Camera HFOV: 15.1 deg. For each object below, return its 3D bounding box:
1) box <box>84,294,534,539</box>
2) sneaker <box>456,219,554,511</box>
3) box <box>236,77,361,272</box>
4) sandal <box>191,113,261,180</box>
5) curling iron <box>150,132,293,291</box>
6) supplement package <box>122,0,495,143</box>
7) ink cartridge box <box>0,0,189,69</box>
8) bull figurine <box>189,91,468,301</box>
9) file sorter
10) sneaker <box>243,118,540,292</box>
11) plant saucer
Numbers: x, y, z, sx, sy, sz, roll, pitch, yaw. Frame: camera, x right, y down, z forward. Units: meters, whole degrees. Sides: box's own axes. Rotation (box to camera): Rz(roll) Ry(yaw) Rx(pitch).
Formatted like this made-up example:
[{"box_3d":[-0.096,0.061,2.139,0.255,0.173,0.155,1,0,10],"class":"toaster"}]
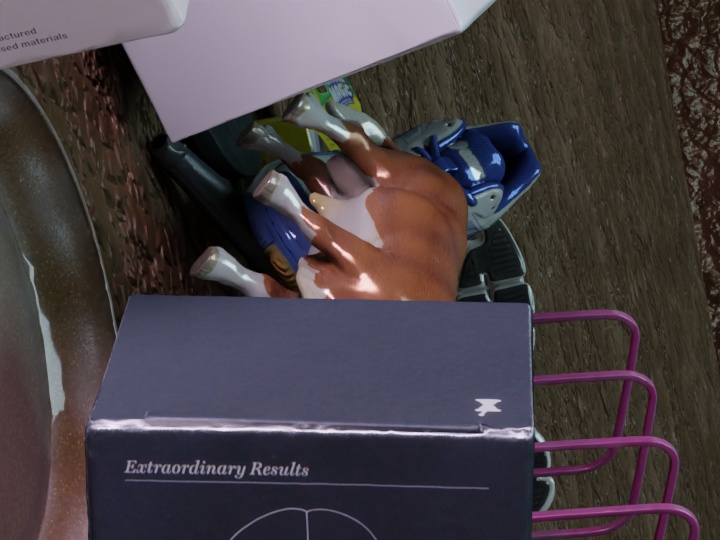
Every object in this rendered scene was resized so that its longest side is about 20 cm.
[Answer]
[{"box_3d":[-0.015,0.119,0.962,0.107,0.148,0.200,-83,174,-66],"class":"box"},{"box_3d":[0.064,0.056,1.628,0.083,0.081,0.200,-112,-167,-74],"class":"sneaker"},{"box_3d":[-0.019,-0.008,1.366,0.117,0.048,0.200,-21,102,-75],"class":"box"},{"box_3d":[-0.073,-0.128,1.238,0.075,0.048,0.201,-78,152,-58],"class":"sandal"},{"box_3d":[-0.030,0.002,1.255,0.200,0.026,0.050,49,-3,-32],"class":"curling iron"},{"box_3d":[-0.014,-0.176,1.171,0.152,0.151,0.200,64,31,-12],"class":"supplement package"},{"box_3d":[-0.139,-0.178,0.859,0.129,0.125,0.200,-84,158,-48],"class":"ink cartridge box"},{"box_3d":[0.000,0.000,1.111,0.121,0.065,0.200,39,22,-14],"class":"bull figurine"},{"box_3d":[0.101,0.133,1.421,0.200,0.125,0.139,-101,-170,-45],"class":"file sorter"},{"box_3d":[0.018,-0.040,1.263,0.075,0.088,0.200,60,25,3],"class":"sneaker"},{"box_3d":[-0.127,0.027,0.932,0.200,0.032,0.200,-8,90,-78],"class":"plant saucer"}]
